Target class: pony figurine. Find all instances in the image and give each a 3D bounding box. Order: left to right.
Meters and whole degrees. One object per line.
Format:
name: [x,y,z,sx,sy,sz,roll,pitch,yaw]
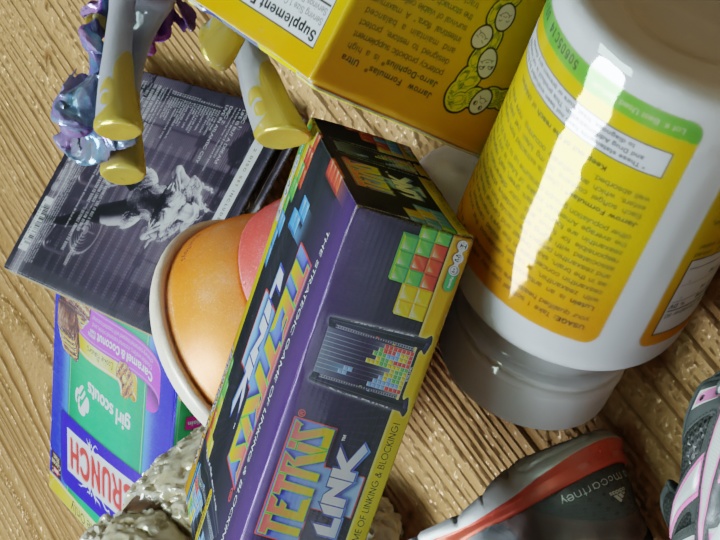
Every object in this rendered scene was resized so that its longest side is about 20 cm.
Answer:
pony figurine: [-0.099,-0.149,0.987,0.192,0.166,0.201,-11,67,34]

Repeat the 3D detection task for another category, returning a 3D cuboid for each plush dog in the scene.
plush dog: [-0.100,0.157,1.123,0.161,0.172,0.200,55,146,-5]

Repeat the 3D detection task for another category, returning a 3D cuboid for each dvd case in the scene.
dvd case: [-0.127,-0.043,1.208,0.200,0.016,0.149,19,79,50]

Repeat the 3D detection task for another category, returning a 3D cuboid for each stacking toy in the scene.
stacking toy: [0.000,0.000,1.026,0.200,0.146,0.147,-36,67,38]

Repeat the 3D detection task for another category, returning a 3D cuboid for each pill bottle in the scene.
pill bottle: [0.102,-0.030,0.844,0.111,0.110,0.201,56,140,34]

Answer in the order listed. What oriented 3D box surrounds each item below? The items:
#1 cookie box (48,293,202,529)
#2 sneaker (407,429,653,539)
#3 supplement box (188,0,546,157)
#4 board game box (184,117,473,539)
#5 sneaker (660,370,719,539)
cookie box: [-0.129,0.080,1.274,0.171,0.075,0.201,34,126,50]
sneaker: [0.072,0.152,0.979,0.082,0.077,0.200,62,145,16]
supplement box: [0.033,-0.169,0.856,0.109,0.109,0.201,39,105,47]
board game box: [-0.021,0.048,0.905,0.165,0.056,0.201,-115,43,-73]
sneaker: [0.167,0.062,0.803,0.201,0.080,0.087,-63,36,36]
